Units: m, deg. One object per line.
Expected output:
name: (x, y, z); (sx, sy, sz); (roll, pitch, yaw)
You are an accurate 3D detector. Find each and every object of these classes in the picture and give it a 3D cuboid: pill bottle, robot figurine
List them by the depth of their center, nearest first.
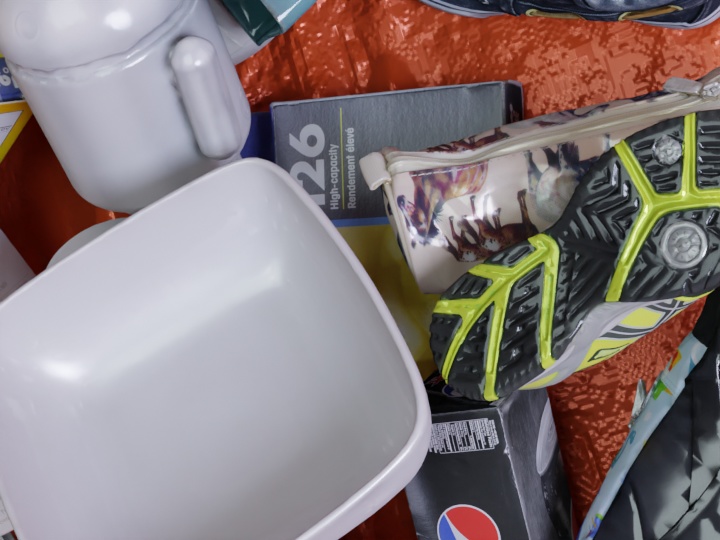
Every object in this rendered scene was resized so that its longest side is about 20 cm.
robot figurine: (-0.130, -0.113, 0.746); (0.168, 0.201, 0.113); (22, 58, 35)
pill bottle: (-0.110, 0.071, 0.781); (0.113, 0.112, 0.201); (-45, 55, 20)

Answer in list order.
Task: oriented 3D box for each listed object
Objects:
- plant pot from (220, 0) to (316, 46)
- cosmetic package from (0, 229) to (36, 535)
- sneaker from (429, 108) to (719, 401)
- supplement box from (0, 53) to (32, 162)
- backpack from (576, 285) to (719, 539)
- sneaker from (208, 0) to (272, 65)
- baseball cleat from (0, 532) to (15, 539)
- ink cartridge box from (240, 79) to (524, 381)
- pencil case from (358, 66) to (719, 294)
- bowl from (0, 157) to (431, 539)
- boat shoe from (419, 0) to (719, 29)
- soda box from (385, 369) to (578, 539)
plant pot: (-0.016, -0.238, 0.699); (0.200, 0.141, 0.142); (-41, 101, -4)
cosmetic package: (-0.234, 0.053, 0.838); (0.101, 0.074, 0.201); (-29, 102, 23)
sneaker: (0.122, -0.009, 0.616); (0.199, 0.076, 0.076); (-30, 74, 27)
supplement box: (-0.292, -0.098, 0.842); (0.200, 0.108, 0.111); (-38, 73, 49)
backpack: (0.182, 0.128, 0.645); (0.162, 0.154, 0.202); (30, 91, 8)
sneaker: (-0.139, -0.154, 0.821); (0.198, 0.084, 0.074); (-6, 87, 25)
baseball cleat: (-0.262, 0.198, 0.898); (0.106, 0.070, 0.201); (-45, 72, 20)
ink cartridge box: (0.000, 0.000, 0.777); (0.198, 0.047, 0.201); (-3, 91, 24)
pencil case: (0.103, -0.045, 0.674); (0.197, 0.078, 0.090); (-13, 126, 7)
bowl: (-0.073, 0.068, 0.660); (0.198, 0.075, 0.201); (-32, 57, -1)
boat shoe: (0.090, -0.167, 0.701); (0.198, 0.091, 0.072); (11, 96, 26)
soda box: (0.076, 0.152, 0.702); (0.063, 0.071, 0.203); (-7, 104, 28)
